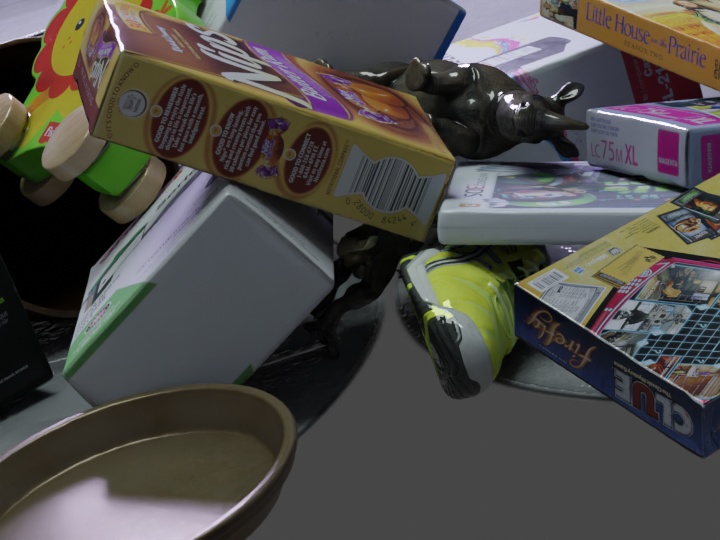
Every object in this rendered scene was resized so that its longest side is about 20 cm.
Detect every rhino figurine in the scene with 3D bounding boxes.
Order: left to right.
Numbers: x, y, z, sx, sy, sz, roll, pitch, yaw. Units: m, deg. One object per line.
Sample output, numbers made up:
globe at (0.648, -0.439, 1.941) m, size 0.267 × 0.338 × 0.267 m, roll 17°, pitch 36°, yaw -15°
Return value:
rhino figurine at (0.062, -0.095, 1.719) m, size 0.087 × 0.060 × 0.200 m, roll 6°, pitch 1°, yaw -43°

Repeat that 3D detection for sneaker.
sneaker at (0.068, 0.010, 1.595) m, size 0.076 × 0.076 × 0.200 m, roll -16°, pitch 18°, yaw 7°

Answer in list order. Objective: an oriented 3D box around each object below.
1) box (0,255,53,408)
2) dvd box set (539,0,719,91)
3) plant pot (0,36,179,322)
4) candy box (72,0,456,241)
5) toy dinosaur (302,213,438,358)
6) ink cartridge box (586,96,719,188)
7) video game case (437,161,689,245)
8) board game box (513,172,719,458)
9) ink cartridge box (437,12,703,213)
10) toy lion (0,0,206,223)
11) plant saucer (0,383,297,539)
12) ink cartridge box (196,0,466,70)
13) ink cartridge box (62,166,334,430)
box at (-0.306, 0.000, 1.780) m, size 0.124 × 0.201 × 0.148 m, roll -30°, pitch 20°, yaw -27°
dvd box set at (0.226, -0.152, 1.781) m, size 0.146 × 0.030 × 0.200 m, roll -8°, pitch 23°, yaw -30°
plant pot at (-0.251, -0.041, 1.955) m, size 0.187 × 0.187 × 0.200 m, roll -30°, pitch 6°, yaw -36°
candy box at (-0.056, -0.086, 1.612) m, size 0.199 × 0.057 × 0.117 m, roll 16°, pitch 17°, yaw -17°
toy dinosaur at (0.000, 0.000, 1.693) m, size 0.088 × 0.047 × 0.200 m, roll -53°, pitch -7°, yaw 13°
ink cartridge box at (0.244, -0.080, 1.669) m, size 0.199 × 0.042 × 0.119 m, roll -4°, pitch 10°, yaw -24°
video game case at (0.148, -0.040, 1.631) m, size 0.199 × 0.023 × 0.182 m, roll 0°, pitch 11°, yaw 5°
board game box at (0.195, 0.009, 1.450) m, size 0.200 × 0.035 × 0.135 m, roll -27°, pitch 42°, yaw -29°
ink cartridge box at (0.111, -0.111, 1.919) m, size 0.199 × 0.083 × 0.146 m, roll -20°, pitch 18°, yaw -8°
toy lion at (-0.153, -0.132, 1.804) m, size 0.192 × 0.069 × 0.200 m, roll -59°, pitch 29°, yaw -10°
plant saucer at (-0.124, 0.120, 1.489) m, size 0.199 × 0.030 × 0.200 m, roll -16°, pitch 22°, yaw 7°
ink cartridge box at (-0.052, -0.157, 1.872) m, size 0.148 × 0.144 × 0.200 m, roll -62°, pitch 24°, yaw 7°
ink cartridge box at (-0.090, 0.004, 1.662) m, size 0.146 × 0.084 × 0.200 m, roll -47°, pitch 13°, yaw 11°
